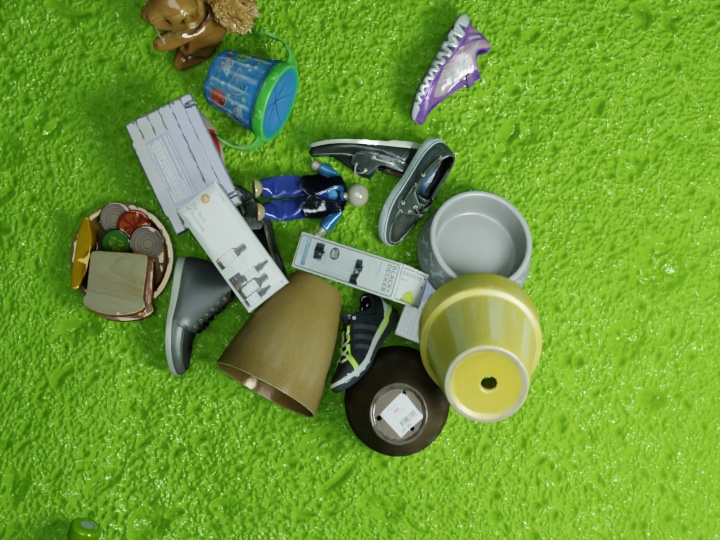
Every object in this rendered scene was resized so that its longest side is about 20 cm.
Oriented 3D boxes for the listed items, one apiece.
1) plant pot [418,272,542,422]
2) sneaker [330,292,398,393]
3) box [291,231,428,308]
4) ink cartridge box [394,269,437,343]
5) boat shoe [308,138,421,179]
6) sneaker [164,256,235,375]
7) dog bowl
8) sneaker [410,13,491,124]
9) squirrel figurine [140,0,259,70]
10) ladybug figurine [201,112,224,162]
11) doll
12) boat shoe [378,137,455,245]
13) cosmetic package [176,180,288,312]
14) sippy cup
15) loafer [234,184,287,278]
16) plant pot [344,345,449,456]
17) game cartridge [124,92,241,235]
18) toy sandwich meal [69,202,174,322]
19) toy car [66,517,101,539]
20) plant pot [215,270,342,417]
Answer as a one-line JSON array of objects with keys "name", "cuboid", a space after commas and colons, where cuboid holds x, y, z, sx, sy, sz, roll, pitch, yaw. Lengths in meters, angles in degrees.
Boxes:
[{"name": "plant pot", "cuboid": [0.190, 0.132, 1.589, 0.196, 0.190, 0.205, 1, 114, 2]}, {"name": "sneaker", "cuboid": [-0.012, 0.115, 1.709, 0.083, 0.071, 0.201, 42, 52, -11]}, {"name": "box", "cuboid": [0.000, 0.000, 1.683, 0.197, 0.116, 0.061, 18, 88, 26]}, {"name": "ink cartridge box", "cuboid": [0.167, 0.088, 1.736, 0.197, 0.068, 0.118, 20, 90, 1]}, {"name": "boat shoe", "cuboid": [0.007, -0.190, 1.744, 0.196, 0.072, 0.069, 5, 91, -4]}, {"name": "sneaker", "cuboid": [-0.271, 0.081, 1.743, 0.104, 0.075, 0.205, 5, 88, 4]}, {"name": "dog bowl", "cuboid": [0.195, -0.041, 1.707, 0.196, 0.059, 0.204, 3, 66, -7]}, {"name": "sneaker", "cuboid": [0.156, -0.331, 1.744, 0.088, 0.080, 0.202, 31, 89, -6]}, {"name": "squirrel figurine", "cuboid": [-0.269, -0.437, 1.698, 0.196, 0.187, 0.144, -15, 88, 1]}, {"name": "ladybug figurine", "cuboid": [-0.301, -0.182, 1.751, 0.133, 0.072, 0.204, -6, 89, 1]}, {"name": "doll", "cuboid": [-0.083, -0.120, 1.745, 0.196, 0.048, 0.139, -6, 84, -13]}, {"name": "boat shoe", "cuboid": [0.094, -0.124, 1.718, 0.068, 0.057, 0.202, 13, 112, -41]}, {"name": "cosmetic package", "cuboid": [-0.206, -0.038, 1.659, 0.082, 0.051, 0.201, -36, 90, -3]}, {"name": "sippy cup", "cuboid": [-0.189, -0.306, 1.729, 0.129, 0.141, 0.179, 24, 58, 12]}, {"name": "loafer", "cuboid": [-0.180, -0.057, 1.750, 0.071, 0.063, 0.203, -26, 88, 0]}, {"name": "plant pot", "cuboid": [0.062, 0.223, 1.670, 0.183, 0.200, 0.191, 0, 89, 1]}, {"name": "game cartridge", "cuboid": [-0.295, -0.175, 1.699, 0.128, 0.038, 0.203, -25, 91, 3]}, {"name": "toy sandwich meal", "cuboid": [-0.414, -0.015, 1.751, 0.201, 0.070, 0.210, 0, 89, 1]}, {"name": "toy car", "cuboid": [-0.422, 0.539, 1.711, 0.197, 0.158, 0.167, 22, 102, -10]}, {"name": "plant pot", "cuboid": [-0.114, 0.110, 1.700, 0.184, 0.187, 0.203, 26, 76, 2]}]
